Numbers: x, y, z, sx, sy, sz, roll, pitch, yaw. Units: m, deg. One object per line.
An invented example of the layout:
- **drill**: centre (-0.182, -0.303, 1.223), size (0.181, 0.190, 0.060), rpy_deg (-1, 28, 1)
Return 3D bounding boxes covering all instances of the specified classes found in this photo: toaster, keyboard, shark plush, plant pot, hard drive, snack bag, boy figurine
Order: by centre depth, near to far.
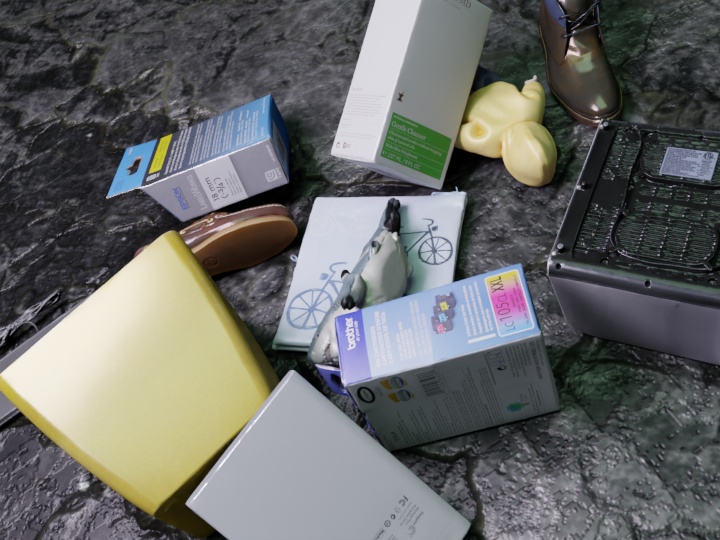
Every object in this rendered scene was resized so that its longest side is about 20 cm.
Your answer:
- **hard drive**: centre (-0.022, 0.196, 0.678), size (0.200, 0.027, 0.132), rpy_deg (42, 73, -9)
- **toaster**: centre (0.285, -0.031, 0.744), size (0.198, 0.119, 0.182), rpy_deg (12, 62, 28)
- **plant pot**: centre (-0.164, 0.124, 0.770), size (0.200, 0.200, 0.176), rpy_deg (-42, 64, -11)
- **shark plush**: centre (0.000, 0.000, 0.842), size (0.083, 0.090, 0.202), rpy_deg (-21, 51, 44)
- **snack bag**: centre (0.012, -0.001, 0.890), size (0.187, 0.021, 0.201), rpy_deg (0, 57, 20)
- **boy figurine**: centre (0.155, -0.170, 0.927), size (0.124, 0.065, 0.200), rpy_deg (-35, 52, -5)
- **keyboard**: centre (-0.366, 0.085, 0.976), size (0.199, 0.021, 0.127), rpy_deg (-36, 58, -7)

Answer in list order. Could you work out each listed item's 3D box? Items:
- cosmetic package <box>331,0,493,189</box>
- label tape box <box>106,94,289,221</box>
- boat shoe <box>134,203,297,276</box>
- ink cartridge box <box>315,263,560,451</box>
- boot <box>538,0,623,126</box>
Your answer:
- **cosmetic package**: centre (0.055, -0.202, 0.901), size (0.085, 0.107, 0.202), rpy_deg (20, 95, 52)
- **label tape box**: centre (-0.186, -0.125, 0.998), size (0.198, 0.064, 0.145), rpy_deg (-19, 30, 7)
- **boat shoe**: centre (-0.169, -0.033, 0.949), size (0.198, 0.071, 0.071), rpy_deg (-22, 53, 5)
- **ink cartridge box**: centre (0.063, 0.085, 0.735), size (0.198, 0.137, 0.077), rpy_deg (-17, 50, 8)
- **boot**: centre (0.236, -0.254, 0.932), size (0.074, 0.097, 0.201), rpy_deg (-19, 52, 8)
